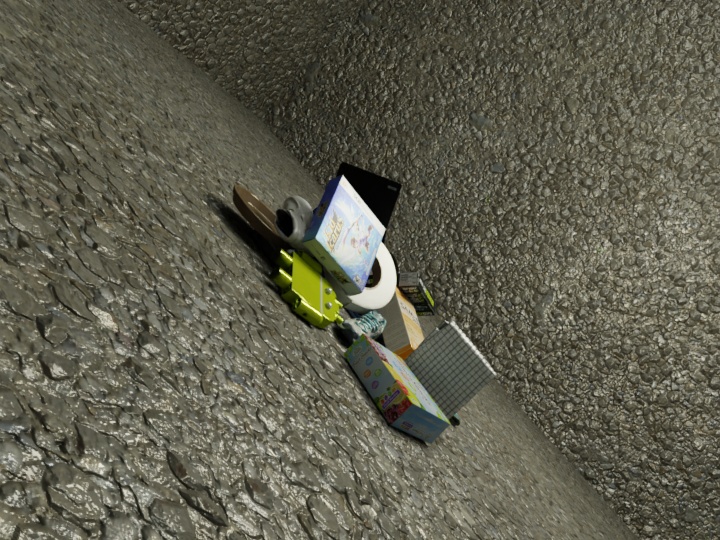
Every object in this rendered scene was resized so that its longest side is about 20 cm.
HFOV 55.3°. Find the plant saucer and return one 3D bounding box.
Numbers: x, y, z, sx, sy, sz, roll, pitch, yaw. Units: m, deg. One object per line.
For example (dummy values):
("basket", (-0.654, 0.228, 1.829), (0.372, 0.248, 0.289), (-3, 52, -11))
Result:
("plant saucer", (-0.221, -0.115, 1.566), (0.200, 0.029, 0.200), (46, 8, -8))

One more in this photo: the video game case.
("video game case", (-0.032, -0.079, 1.549), (0.182, 0.045, 0.202), (48, 45, -31))

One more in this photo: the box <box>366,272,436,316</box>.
("box", (0.095, 0.071, 1.920), (0.193, 0.196, 0.049), (50, 41, -56))

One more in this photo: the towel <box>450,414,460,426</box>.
("towel", (0.186, 0.317, 1.819), (0.146, 0.022, 0.200), (44, 5, -23))

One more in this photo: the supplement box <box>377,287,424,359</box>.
("supplement box", (0.108, 0.154, 1.796), (0.126, 0.073, 0.203), (42, 26, -49))

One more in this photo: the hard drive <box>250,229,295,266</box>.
("hard drive", (-0.158, -0.008, 1.582), (0.201, 0.033, 0.139), (49, 8, 23))

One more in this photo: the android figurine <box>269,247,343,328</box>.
("android figurine", (-0.107, 0.040, 1.433), (0.199, 0.041, 0.184), (41, 26, -28))

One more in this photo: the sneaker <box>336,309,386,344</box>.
("sneaker", (0.008, 0.124, 1.567), (0.078, 0.086, 0.200), (49, 8, 11))

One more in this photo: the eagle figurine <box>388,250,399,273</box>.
("eagle figurine", (0.071, 0.067, 2.087), (0.150, 0.151, 0.203), (-15, -72, 56))

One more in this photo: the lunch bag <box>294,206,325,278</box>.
("lunch bag", (-0.087, -0.067, 1.711), (0.131, 0.203, 0.135), (36, -33, -25))

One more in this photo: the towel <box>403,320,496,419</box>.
("towel", (0.184, 0.232, 1.549), (0.166, 0.200, 0.086), (46, 6, 9))

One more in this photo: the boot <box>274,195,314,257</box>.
("boot", (-0.153, -0.119, 1.542), (0.095, 0.073, 0.201), (38, 16, -44))

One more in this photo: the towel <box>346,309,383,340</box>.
("towel", (0.032, 0.129, 1.860), (0.112, 0.049, 0.199), (49, 8, 34))

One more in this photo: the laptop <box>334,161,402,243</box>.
("laptop", (0.004, -0.155, 1.810), (0.174, 0.104, 0.202), (22, -32, 12))

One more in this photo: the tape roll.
("tape roll", (0.000, 0.000, 1.625), (0.200, 0.037, 0.207), (19, 59, -34))

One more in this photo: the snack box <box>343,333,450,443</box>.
("snack box", (0.073, 0.240, 1.393), (0.168, 0.068, 0.201), (38, 12, -48))
